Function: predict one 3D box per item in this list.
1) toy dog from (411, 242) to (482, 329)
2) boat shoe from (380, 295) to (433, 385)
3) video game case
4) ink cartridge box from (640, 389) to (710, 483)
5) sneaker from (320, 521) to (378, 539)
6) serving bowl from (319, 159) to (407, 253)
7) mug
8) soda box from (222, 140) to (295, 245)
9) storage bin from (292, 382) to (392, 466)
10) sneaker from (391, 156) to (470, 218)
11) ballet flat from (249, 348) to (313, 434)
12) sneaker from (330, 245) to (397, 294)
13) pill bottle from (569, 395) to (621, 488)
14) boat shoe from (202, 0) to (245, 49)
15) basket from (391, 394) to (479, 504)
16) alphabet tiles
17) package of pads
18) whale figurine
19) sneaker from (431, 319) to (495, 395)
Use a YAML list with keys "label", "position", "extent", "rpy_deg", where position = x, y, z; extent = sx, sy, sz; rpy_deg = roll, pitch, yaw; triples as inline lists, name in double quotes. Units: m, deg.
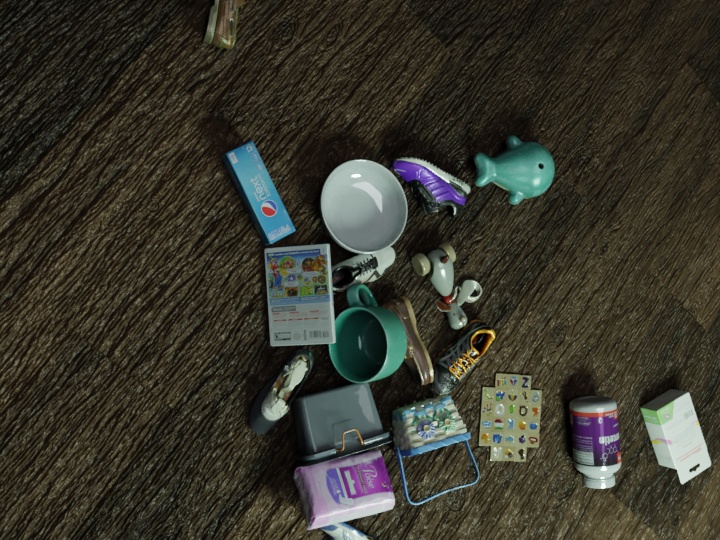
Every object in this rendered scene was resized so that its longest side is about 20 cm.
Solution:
- label: "toy dog"
  position: [0.200, 0.029, 1.634]
  extent: [0.200, 0.096, 0.132]
  rpy_deg: [46, 75, -13]
- label: "boat shoe"
  position: [0.098, 0.161, 1.609]
  extent: [0.069, 0.070, 0.203]
  rpy_deg: [-20, 87, -26]
- label: "video game case"
  position: [-0.126, 0.051, 1.517]
  extent: [0.140, 0.018, 0.205]
  rpy_deg: [-4, 90, 14]
- label: "ink cartridge box"
  position: [0.802, 0.421, 1.860]
  extent: [0.115, 0.067, 0.204]
  rpy_deg: [-22, 95, -20]
- label: "sneaker"
  position: [-0.023, 0.589, 1.551]
  extent: [0.199, 0.075, 0.089]
  rpy_deg: [36, 78, -15]
- label: "serving bowl"
  position: [0.000, -0.131, 1.575]
  extent: [0.196, 0.066, 0.205]
  rpy_deg: [3, 79, -18]
- label: "mug"
  position: [0.028, 0.136, 1.534]
  extent: [0.114, 0.150, 0.189]
  rpy_deg: [1, 110, -57]
- label: "soda box"
  position: [-0.209, -0.156, 1.503]
  extent: [0.063, 0.068, 0.203]
  rpy_deg: [-27, 98, -17]
- label: "storage bin"
  position: [-0.048, 0.314, 1.523]
  extent: [0.196, 0.145, 0.137]
  rpy_deg: [-12, 83, -20]
- label: "sneaker"
  position: [0.150, -0.178, 1.635]
  extent: [0.197, 0.069, 0.101]
  rpy_deg: [23, 84, -18]
- label: "ballet flat"
  position: [-0.161, 0.249, 1.511]
  extent: [0.073, 0.073, 0.202]
  rpy_deg: [38, 77, -15]
- label: "sneaker"
  position: [0.000, 0.000, 1.571]
  extent: [0.198, 0.080, 0.075]
  rpy_deg: [-27, 96, -20]
- label: "pill bottle"
  position: [0.562, 0.408, 1.749]
  extent: [0.110, 0.112, 0.205]
  rpy_deg: [-5, 91, -20]
- label: "boat shoe"
  position: [-0.270, -0.555, 1.494]
  extent: [0.067, 0.072, 0.204]
  rpy_deg: [12, 94, -23]
- label: "basket"
  position: [0.153, 0.384, 1.585]
  extent: [0.173, 0.139, 0.204]
  rpy_deg: [-15, 85, -20]
- label: "alphabet tiles"
  position: [0.355, 0.348, 1.731]
  extent: [0.163, 0.006, 0.205]
  rpy_deg: [6, 87, -20]
- label: "package of pads"
  position: [-0.034, 0.455, 1.520]
  extent: [0.196, 0.076, 0.122]
  rpy_deg: [-5, 57, -25]
- label: "whale figurine"
  position: [0.360, -0.235, 1.694]
  extent: [0.196, 0.103, 0.163]
  rpy_deg: [0, 89, -20]
- label: "sneaker"
  position: [0.231, 0.196, 1.652]
  extent: [0.078, 0.077, 0.201]
  rpy_deg: [39, 78, -16]
